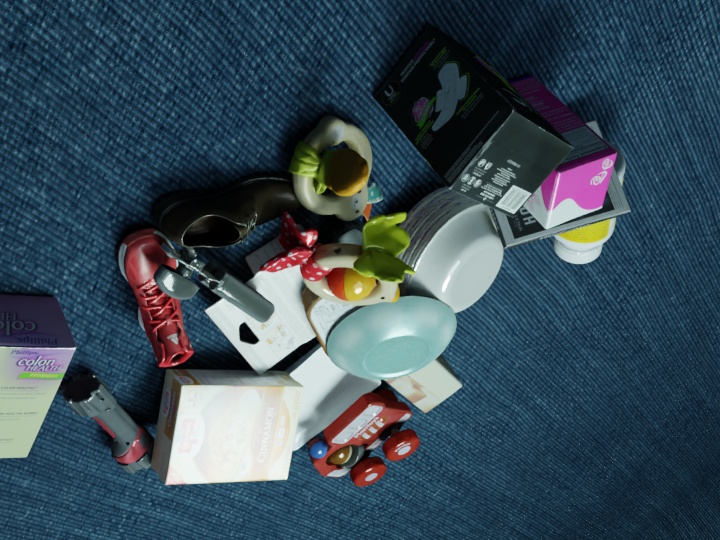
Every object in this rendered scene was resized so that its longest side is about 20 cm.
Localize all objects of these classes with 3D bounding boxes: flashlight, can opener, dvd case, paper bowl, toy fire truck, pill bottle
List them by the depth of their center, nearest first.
[{"bbox_3d":[-0.192,0.021,1.267,0.200,0.053,0.067,33,93,-48],"label":"can opener"},{"bbox_3d":[-0.362,0.219,1.405,0.068,0.068,0.200,-40,139,-12],"label":"flashlight"},{"bbox_3d":[0.280,-0.128,1.439,0.199,0.151,0.025,-16,168,-10],"label":"dvd case"},{"bbox_3d":[0.135,-0.017,1.463,0.200,0.104,0.201,-32,144,-27],"label":"paper bowl"},{"bbox_3d":[0.358,-0.106,1.568,0.111,0.111,0.201,-24,140,-15],"label":"pill bottle"},{"bbox_3d":[-0.008,0.286,1.687,0.200,0.112,0.168,-42,145,20],"label":"toy fire truck"}]

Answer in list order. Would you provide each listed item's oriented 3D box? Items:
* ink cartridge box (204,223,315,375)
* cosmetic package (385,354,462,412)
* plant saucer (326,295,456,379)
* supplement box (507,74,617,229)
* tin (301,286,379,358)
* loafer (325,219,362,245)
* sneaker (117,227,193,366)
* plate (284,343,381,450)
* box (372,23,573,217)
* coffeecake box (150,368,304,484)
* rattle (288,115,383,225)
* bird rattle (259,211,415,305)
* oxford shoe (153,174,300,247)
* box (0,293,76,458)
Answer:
[{"bbox_3d":[-0.119,0.046,1.418,0.176,0.045,0.200,-33,142,-3],"label":"ink cartridge box"},{"bbox_3d":[0.080,0.149,1.634,0.087,0.104,0.200,-37,141,6],"label":"cosmetic package"},{"bbox_3d":[0.051,0.114,1.447,0.200,0.039,0.201,-9,143,-7],"label":"plant saucer"},{"bbox_3d":[0.244,-0.167,1.342,0.103,0.200,0.102,-19,140,-20],"label":"supplement box"},{"bbox_3d":[-0.018,0.071,1.434,0.111,0.042,0.200,-14,142,7],"label":"tin"},{"bbox_3d":[0.000,0.000,1.439,0.068,0.070,0.201,-29,142,-9],"label":"loafer"},{"bbox_3d":[-0.250,0.045,1.257,0.078,0.116,0.201,-24,141,-15],"label":"sneaker"},{"bbox_3d":[-0.085,0.203,1.621,0.200,0.032,0.200,-39,144,3],"label":"plate"},{"bbox_3d":[0.140,-0.189,1.239,0.148,0.200,0.124,18,120,-47],"label":"box"},{"bbox_3d":[-0.199,0.233,1.464,0.199,0.073,0.154,5,102,-32],"label":"coffeecake box"},{"bbox_3d":[0.009,-0.105,1.276,0.200,0.142,0.131,53,55,-44],"label":"rattle"},{"bbox_3d":[-0.024,0.002,1.275,0.199,0.113,0.163,-8,145,10],"label":"bird rattle"},{"bbox_3d":[-0.154,-0.066,1.240,0.199,0.084,0.073,-19,135,-27],"label":"oxford shoe"},{"bbox_3d":[-0.474,0.131,1.194,0.175,0.097,0.200,5,128,-40],"label":"box"}]
